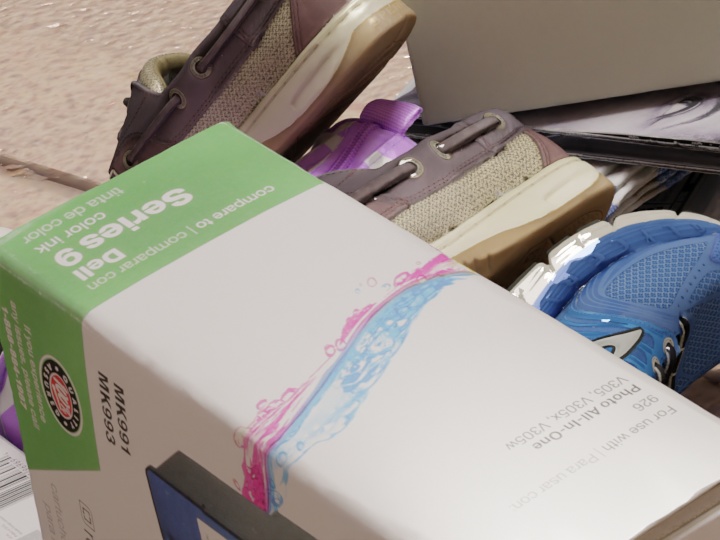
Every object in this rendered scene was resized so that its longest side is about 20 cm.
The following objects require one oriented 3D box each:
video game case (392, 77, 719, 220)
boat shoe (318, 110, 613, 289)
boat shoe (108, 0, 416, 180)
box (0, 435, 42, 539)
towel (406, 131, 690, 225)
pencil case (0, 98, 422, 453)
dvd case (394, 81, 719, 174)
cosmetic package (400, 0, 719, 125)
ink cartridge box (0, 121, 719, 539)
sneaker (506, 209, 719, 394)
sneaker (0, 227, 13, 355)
[{"bbox_3d":[0.083,-0.050,1.002,0.181,0.023,0.200,2,29,26],"label":"video game case"},{"bbox_3d":[0.000,0.000,0.783,0.200,0.072,0.065,-28,60,-37],"label":"boat shoe"},{"bbox_3d":[-0.059,-0.058,0.920,0.200,0.065,0.072,-41,-6,39],"label":"boat shoe"},{"bbox_3d":[-0.166,0.124,0.719,0.200,0.041,0.156,-24,28,-27],"label":"box"},{"bbox_3d":[0.089,-0.061,0.970,0.147,0.024,0.200,8,30,39],"label":"towel"},{"bbox_3d":[-0.045,0.015,0.845,0.084,0.086,0.200,11,32,35],"label":"pencil case"},{"bbox_3d":[0.128,-0.078,0.938,0.200,0.016,0.149,11,31,44],"label":"dvd case"},{"bbox_3d":[0.121,-0.118,0.916,0.199,0.073,0.104,-7,20,14],"label":"cosmetic package"},{"bbox_3d":[0.003,0.073,0.588,0.087,0.146,0.200,-30,42,-31],"label":"ink cartridge box"},{"bbox_3d":[0.071,0.051,0.753,0.200,0.079,0.089,-32,46,-31],"label":"sneaker"},{"bbox_3d":[-0.171,0.038,0.861,0.087,0.074,0.200,6,25,45],"label":"sneaker"}]
